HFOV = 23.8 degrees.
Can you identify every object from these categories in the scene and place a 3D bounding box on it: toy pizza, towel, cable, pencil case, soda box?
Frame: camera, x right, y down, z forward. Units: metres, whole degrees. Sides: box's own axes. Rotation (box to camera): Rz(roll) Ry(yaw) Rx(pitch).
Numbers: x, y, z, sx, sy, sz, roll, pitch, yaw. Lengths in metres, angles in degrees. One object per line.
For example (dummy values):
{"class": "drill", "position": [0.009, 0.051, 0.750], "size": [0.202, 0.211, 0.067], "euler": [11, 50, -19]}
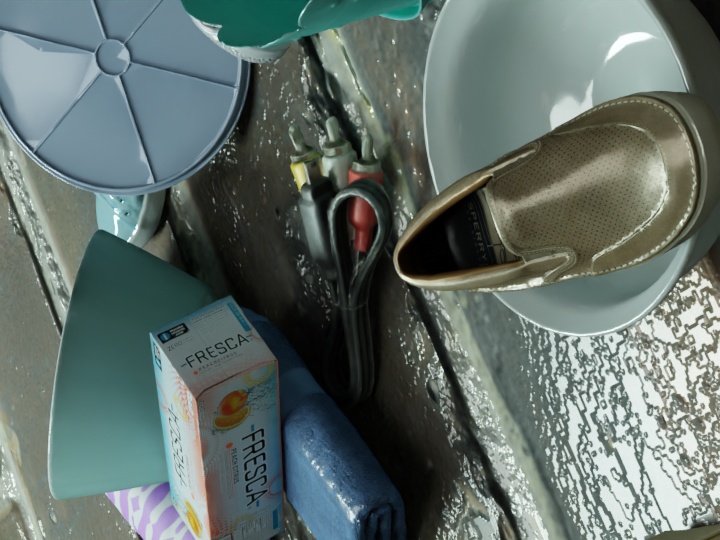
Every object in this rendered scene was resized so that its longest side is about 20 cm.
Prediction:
{"class": "toy pizza", "position": [-0.173, -0.154, 1.223], "size": [0.198, 0.032, 0.203], "euler": [2, 104, 8]}
{"class": "towel", "position": [-0.035, 0.118, 1.184], "size": [0.200, 0.048, 0.112], "euler": [51, 156, 34]}
{"class": "cable", "position": [0.000, 0.000, 1.133], "size": [0.097, 0.050, 0.202], "euler": [13, 125, 43]}
{"class": "pencil case", "position": [-0.149, 0.182, 1.357], "size": [0.200, 0.083, 0.086], "euler": [44, 158, 38]}
{"class": "soda box", "position": [-0.095, 0.113, 1.167], "size": [0.069, 0.063, 0.201], "euler": [51, 154, 34]}

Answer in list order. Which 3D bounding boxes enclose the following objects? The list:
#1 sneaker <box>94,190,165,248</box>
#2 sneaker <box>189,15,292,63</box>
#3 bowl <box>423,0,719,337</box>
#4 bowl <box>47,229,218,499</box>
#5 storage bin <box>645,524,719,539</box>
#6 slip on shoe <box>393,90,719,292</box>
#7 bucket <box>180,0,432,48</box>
{"class": "sneaker", "position": [-0.196, -0.099, 1.313], "size": [0.074, 0.081, 0.202], "euler": [39, 131, 41]}
{"class": "sneaker", "position": [-0.079, -0.242, 1.107], "size": [0.115, 0.074, 0.202], "euler": [-38, 68, 55]}
{"class": "bowl", "position": [0.127, -0.074, 0.872], "size": [0.200, 0.090, 0.204], "euler": [25, 122, 48]}
{"class": "bowl", "position": [-0.159, 0.078, 1.266], "size": [0.201, 0.104, 0.203], "euler": [10, -90, -89]}
{"class": "storage bin", "position": [0.218, 0.231, 0.855], "size": [0.199, 0.093, 0.201], "euler": [-21, 86, 55]}
{"class": "slip on shoe", "position": [0.089, -0.031, 0.811], "size": [0.199, 0.060, 0.077], "euler": [-16, 89, 55]}
{"class": "bucket", "position": [-0.024, -0.233, 0.983], "size": [0.206, 0.134, 0.210], "euler": [23, 120, 49]}
